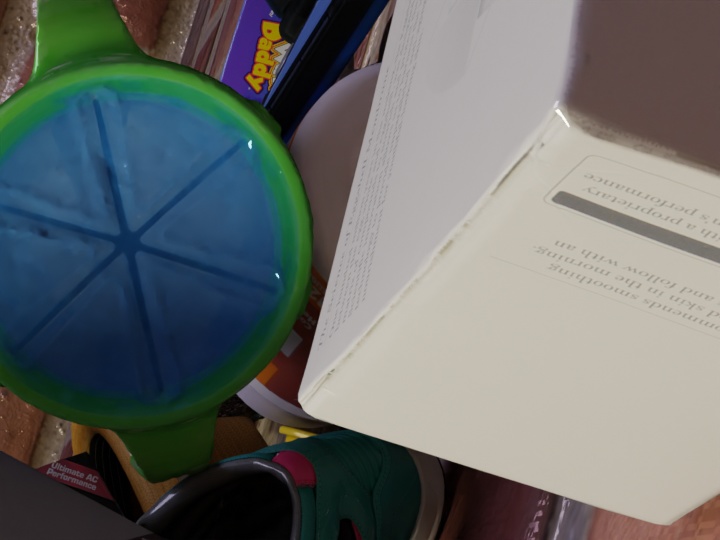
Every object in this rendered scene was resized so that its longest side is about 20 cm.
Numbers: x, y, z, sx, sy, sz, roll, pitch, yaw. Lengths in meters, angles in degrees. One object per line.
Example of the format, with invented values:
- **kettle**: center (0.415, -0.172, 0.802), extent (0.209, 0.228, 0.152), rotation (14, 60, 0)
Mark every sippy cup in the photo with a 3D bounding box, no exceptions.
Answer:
- **sippy cup**: center (-0.092, -0.019, 0.844), extent (0.130, 0.139, 0.179), rotation (-132, 65, -77)

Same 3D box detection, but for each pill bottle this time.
- **pill bottle**: center (0.000, 0.000, 0.929), extent (0.200, 0.112, 0.113), rotation (130, 156, -64)

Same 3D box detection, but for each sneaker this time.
- **sneaker**: center (-0.050, 0.151, 0.871), extent (0.083, 0.120, 0.201), rotation (30, 101, 38)

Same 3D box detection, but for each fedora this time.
- **fedora**: center (-0.080, 0.132, 1.104), extent (0.201, 0.081, 0.201), rotation (53, 154, 40)

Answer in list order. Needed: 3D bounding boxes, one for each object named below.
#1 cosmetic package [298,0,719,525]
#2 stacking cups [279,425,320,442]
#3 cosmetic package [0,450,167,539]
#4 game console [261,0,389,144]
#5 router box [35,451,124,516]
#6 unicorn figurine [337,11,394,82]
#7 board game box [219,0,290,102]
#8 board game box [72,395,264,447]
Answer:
- **cosmetic package**: center (0.084, -0.065, 0.569), extent (0.200, 0.122, 0.200), rotation (132, 154, -63)
- **stacking cups**: center (-0.028, 0.173, 0.968), extent (0.060, 0.060, 0.201), rotation (174, 109, -79)
- **cosmetic package**: center (-0.137, 0.121, 0.773), extent (0.107, 0.199, 0.091), rotation (-13, -54, -63)
- **game console**: center (-0.038, -0.155, 0.935), extent (0.171, 0.118, 0.200), rotation (-65, 7, -34)
- **router box**: center (-0.129, 0.205, 1.079), extent (0.150, 0.062, 0.200), rotation (56, 155, 28)
- **unicorn figurine**: center (0.029, -0.133, 1.158), extent (0.138, 0.073, 0.201), rotation (-104, 18, -57)
- **board game box**: center (-0.046, -0.100, 1.134), extent (0.134, 0.045, 0.201), rotation (-112, 39, -86)
- **board game box**: center (-0.073, 0.053, 1.192), extent (0.028, 0.135, 0.200), rotation (65, 154, 13)
